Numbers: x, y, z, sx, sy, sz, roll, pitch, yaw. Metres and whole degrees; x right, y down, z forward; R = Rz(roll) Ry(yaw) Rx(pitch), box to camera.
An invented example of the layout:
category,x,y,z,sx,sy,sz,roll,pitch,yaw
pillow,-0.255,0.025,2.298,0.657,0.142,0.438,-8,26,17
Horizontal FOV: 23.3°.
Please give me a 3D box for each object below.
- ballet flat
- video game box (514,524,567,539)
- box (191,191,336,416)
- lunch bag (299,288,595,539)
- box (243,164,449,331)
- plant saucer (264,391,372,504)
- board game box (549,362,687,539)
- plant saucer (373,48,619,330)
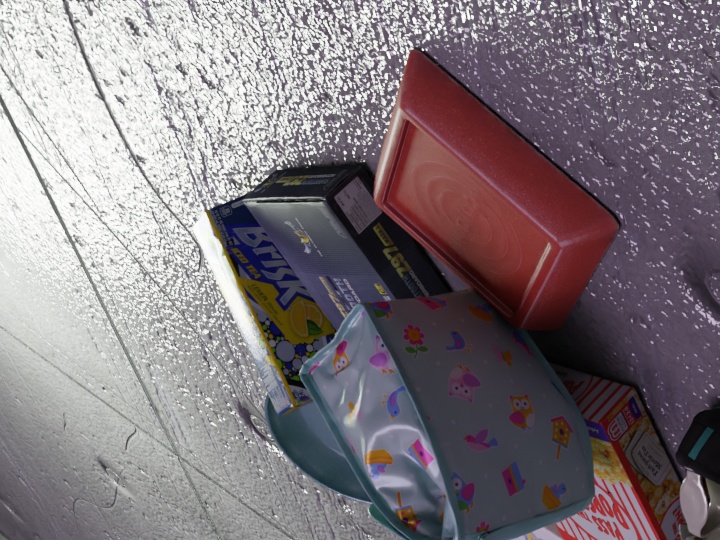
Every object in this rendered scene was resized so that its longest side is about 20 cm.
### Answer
category,x,y,z,sx,sy,sz,roll,pitch,yaw
ballet flat,0.273,0.186,1.333,0.068,0.068,0.200,24,149,43
video game box,0.156,0.280,1.658,0.200,0.047,0.183,31,135,27
box,-0.082,0.029,1.628,0.201,0.070,0.064,65,158,5
lunch bag,0.075,0.123,1.352,0.122,0.170,0.200,-48,63,38
box,0.000,0.000,1.531,0.200,0.051,0.158,55,157,-20
plant saucer,0.002,0.153,1.731,0.199,0.036,0.201,15,136,15
board game box,0.199,0.166,1.462,0.151,0.046,0.200,15,143,52
plant saucer,0.087,-0.046,1.319,0.200,0.037,0.200,41,157,11
